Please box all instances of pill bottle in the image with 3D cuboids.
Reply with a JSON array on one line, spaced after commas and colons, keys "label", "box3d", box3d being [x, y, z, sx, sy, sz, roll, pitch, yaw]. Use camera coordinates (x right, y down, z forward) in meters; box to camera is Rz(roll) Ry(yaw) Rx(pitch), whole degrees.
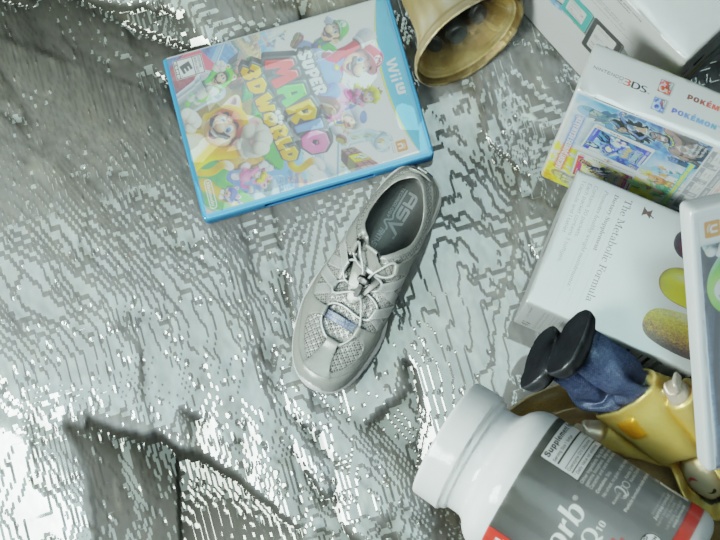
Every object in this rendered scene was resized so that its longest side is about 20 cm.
[{"label": "pill bottle", "box3d": [0.144, 0.175, 1.018, 0.199, 0.116, 0.117, 31, 83, 14]}]

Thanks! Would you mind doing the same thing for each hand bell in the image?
[{"label": "hand bell", "box3d": [0.039, -0.262, 1.163, 0.103, 0.104, 0.201, -31, 68, -3]}]

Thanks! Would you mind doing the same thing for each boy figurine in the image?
[{"label": "boy figurine", "box3d": [0.211, 0.113, 1.044, 0.199, 0.124, 0.065, 39, 53, -17]}]

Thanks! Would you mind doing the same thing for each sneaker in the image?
[{"label": "sneaker", "box3d": [0.000, 0.000, 1.109, 0.074, 0.082, 0.202, 24, 82, 5]}]

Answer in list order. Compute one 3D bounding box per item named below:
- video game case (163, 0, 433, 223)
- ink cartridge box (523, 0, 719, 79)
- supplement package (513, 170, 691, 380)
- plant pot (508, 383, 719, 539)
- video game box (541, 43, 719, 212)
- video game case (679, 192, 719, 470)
[{"label": "video game case", "box3d": [-0.052, -0.135, 1.166, 0.197, 0.018, 0.145, -16, 80, -1]}, {"label": "ink cartridge box", "box3d": [0.231, -0.230, 1.081, 0.147, 0.200, 0.146, -42, 83, -5]}, {"label": "supplement package", "box3d": [0.234, 0.021, 1.085, 0.198, 0.110, 0.115, 22, 82, 5]}, {"label": "plant pot", "box3d": [0.180, 0.186, 1.087, 0.197, 0.028, 0.203, -1, 70, 2]}, {"label": "video game box", "box3d": [0.237, -0.084, 1.058, 0.180, 0.200, 0.047, 21, 77, 4]}, {"label": "video game case", "box3d": [0.315, 0.029, 0.971, 0.179, 0.023, 0.202, -12, 113, -6]}]
